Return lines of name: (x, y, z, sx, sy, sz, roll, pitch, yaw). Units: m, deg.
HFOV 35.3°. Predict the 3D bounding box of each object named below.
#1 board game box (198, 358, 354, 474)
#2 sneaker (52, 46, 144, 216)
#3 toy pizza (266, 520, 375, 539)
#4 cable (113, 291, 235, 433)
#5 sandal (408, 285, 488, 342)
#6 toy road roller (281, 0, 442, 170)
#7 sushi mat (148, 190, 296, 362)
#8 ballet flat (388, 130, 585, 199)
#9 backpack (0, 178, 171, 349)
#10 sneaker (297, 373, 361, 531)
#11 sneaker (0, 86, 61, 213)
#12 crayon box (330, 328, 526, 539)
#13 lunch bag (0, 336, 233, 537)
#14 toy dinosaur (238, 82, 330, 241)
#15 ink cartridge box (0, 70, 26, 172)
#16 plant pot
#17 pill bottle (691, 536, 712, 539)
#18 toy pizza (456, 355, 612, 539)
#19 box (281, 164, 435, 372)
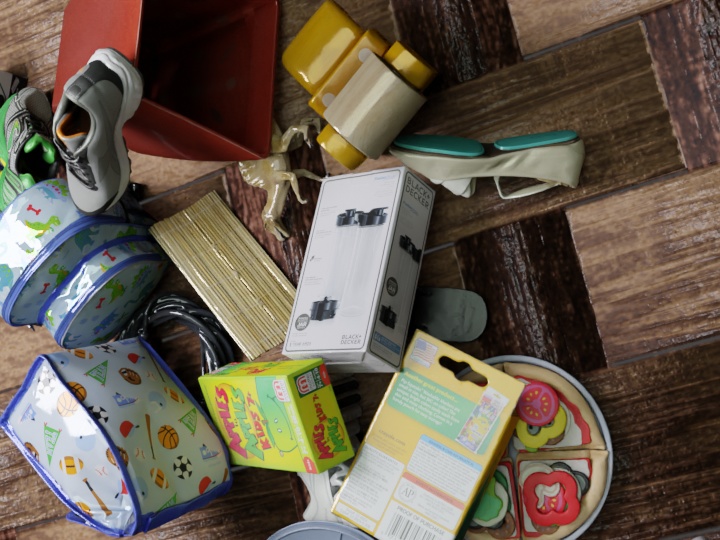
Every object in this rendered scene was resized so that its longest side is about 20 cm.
board game box: (-0.091, 0.149, 1.166, 0.199, 0.047, 0.103, -10, 101, 57)
sneaker: (-0.267, -0.125, 1.096, 0.074, 0.079, 0.201, 36, 140, 13)
toy pizza: (-0.030, 0.358, 1.198, 0.198, 0.032, 0.203, 4, 102, 18)
cable: (-0.219, 0.126, 1.292, 0.162, 0.051, 0.202, -6, 89, 25)
sandal: (0.036, 0.041, 1.194, 0.198, 0.045, 0.076, 1, 88, 21)
toy road roller: (-0.010, -0.196, 1.147, 0.146, 0.200, 0.123, 40, 102, -4)
sushi mat: (-0.141, 0.003, 1.252, 0.200, 0.095, 0.012, 50, 148, 16)
ballet flat: (0.128, -0.103, 1.141, 0.198, 0.069, 0.070, -1, 86, 3)
backpack: (-0.318, -0.008, 1.251, 0.147, 0.200, 0.183, 45, 102, 17)
sneaker: (-0.039, 0.179, 1.205, 0.080, 0.075, 0.202, -12, 82, 29)
sneaker: (-0.378, -0.141, 1.317, 0.085, 0.078, 0.201, -39, 46, 33)
crayon box: (0.071, 0.176, 1.115, 0.125, 0.052, 0.202, 26, 91, 20)
lunch bag: (-0.247, 0.183, 1.184, 0.200, 0.170, 0.124, 43, 114, 18)
toy dinosaur: (-0.092, -0.138, 1.248, 0.100, 0.058, 0.202, -13, 82, 21)
ink cartridge box: (-0.470, -0.148, 1.375, 0.044, 0.094, 0.202, 13, 92, 21)
plant pot: (-0.222, -0.228, 1.226, 0.175, 0.199, 0.202, -9, 70, 36)
pill bottle: (0.272, 0.346, 1.051, 0.200, 0.113, 0.113, -39, 75, 15)
toy pizza: (0.153, 0.188, 1.141, 0.198, 0.032, 0.203, -1, 87, 21)
box: (0.000, 0.000, 1.153, 0.116, 0.060, 0.202, -6, 63, 39)
